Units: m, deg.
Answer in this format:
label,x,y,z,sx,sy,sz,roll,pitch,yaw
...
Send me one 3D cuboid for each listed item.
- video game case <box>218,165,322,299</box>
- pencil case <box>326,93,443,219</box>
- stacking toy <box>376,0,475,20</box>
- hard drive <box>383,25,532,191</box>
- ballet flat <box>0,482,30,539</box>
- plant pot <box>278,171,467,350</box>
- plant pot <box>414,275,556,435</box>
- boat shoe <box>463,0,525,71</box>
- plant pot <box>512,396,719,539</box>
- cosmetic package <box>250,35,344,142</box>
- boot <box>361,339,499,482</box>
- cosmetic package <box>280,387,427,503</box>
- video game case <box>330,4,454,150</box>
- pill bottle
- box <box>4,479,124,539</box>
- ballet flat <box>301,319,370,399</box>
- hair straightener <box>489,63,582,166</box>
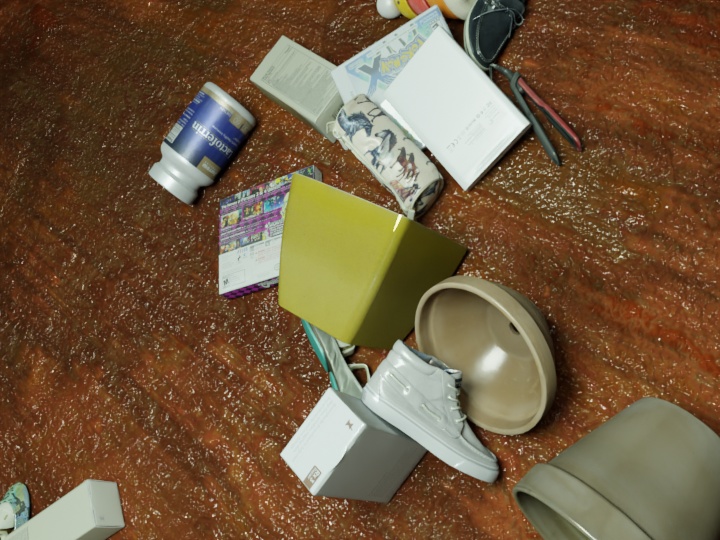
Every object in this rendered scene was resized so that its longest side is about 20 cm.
label,x,y,z,sx,sy,sz,roll,pitch,yaw
video game case,-0.150,-0.063,1.112,0.197,0.036,0.185,-17,63,22
pencil case,0.040,-0.168,0.993,0.089,0.078,0.201,-38,75,-13
stacking toy,0.103,-0.463,1.101,0.198,0.145,0.149,-6,66,46
hard drive,0.138,-0.237,0.975,0.132,0.027,0.201,-46,74,25
ballet flat,-0.613,0.466,1.135,0.073,0.074,0.203,-21,61,19
plant pot,0.000,0.000,0.922,0.198,0.199,0.179,24,94,33
plant pot,0.168,0.091,0.818,0.092,0.204,0.200,-27,47,-34
boat shoe,0.214,-0.401,1.022,0.062,0.074,0.203,-2,62,59
plant pot,0.286,0.234,0.677,0.173,0.201,0.199,-43,55,-13
cosmetic package,-0.093,-0.320,1.162,0.106,0.071,0.200,-50,56,1
boot,0.104,0.169,0.809,0.198,0.074,0.096,33,93,-5
cosmetic package,0.000,0.221,0.816,0.074,0.200,0.102,38,90,36
video game case,0.073,-0.280,1.038,0.197,0.022,0.185,-27,87,16
pill bottle,-0.291,-0.229,1.209,0.115,0.115,0.201,37,91,34
box,-0.484,0.427,1.080,0.198,0.068,0.083,-33,58,13
ballet flat,-0.026,0.136,0.958,0.063,0.068,0.202,-20,59,-11
hair straightener,0.233,-0.226,0.961,0.076,0.041,0.202,-36,63,12
